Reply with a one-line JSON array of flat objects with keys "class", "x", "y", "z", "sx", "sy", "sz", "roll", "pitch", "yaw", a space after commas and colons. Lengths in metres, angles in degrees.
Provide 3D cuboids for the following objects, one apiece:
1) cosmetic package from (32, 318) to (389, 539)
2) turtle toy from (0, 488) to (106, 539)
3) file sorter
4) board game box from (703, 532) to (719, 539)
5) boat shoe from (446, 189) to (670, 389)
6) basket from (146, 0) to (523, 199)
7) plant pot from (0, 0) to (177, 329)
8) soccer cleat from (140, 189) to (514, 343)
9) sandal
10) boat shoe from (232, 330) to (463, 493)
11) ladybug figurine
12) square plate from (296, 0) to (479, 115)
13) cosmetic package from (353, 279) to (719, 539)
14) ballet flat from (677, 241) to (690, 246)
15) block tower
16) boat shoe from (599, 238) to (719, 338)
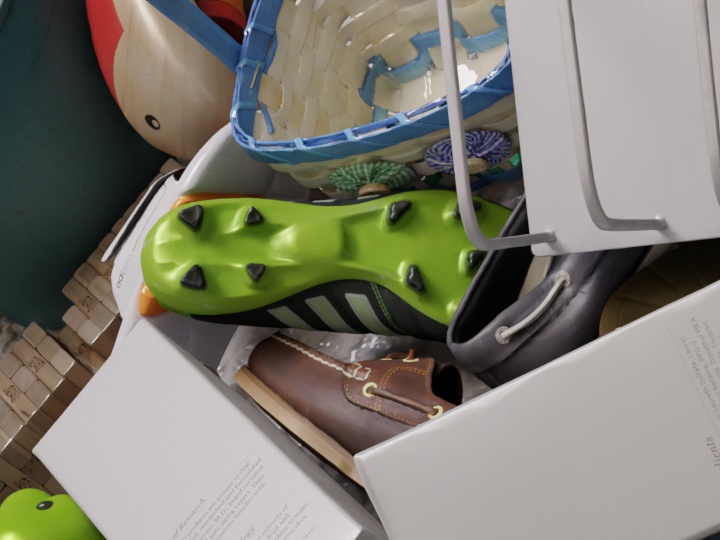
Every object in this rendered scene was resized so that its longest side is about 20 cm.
[{"class": "cosmetic package", "x": -0.045, "y": 0.115, "z": 0.897, "sx": 0.085, "sy": 0.108, "sz": 0.200, "roll": -50, "pitch": 39, "yaw": -3}, {"class": "turtle toy", "x": -0.136, "y": 0.192, "z": 0.914, "sx": 0.145, "sy": 0.101, "sz": 0.201, "roll": -25, "pitch": 45, "yaw": 23}, {"class": "file sorter", "x": 0.135, "y": -0.082, "z": 0.754, "sx": 0.199, "sy": 0.124, "sz": 0.140, "roll": -6, "pitch": 90, "yaw": 22}, {"class": "board game box", "x": 0.221, "y": 0.128, "z": 0.696, "sx": 0.199, "sy": 0.062, "sz": 0.200, "roll": -38, "pitch": 41, "yaw": 10}, {"class": "boat shoe", "x": 0.099, "y": -0.038, "z": 0.879, "sx": 0.201, "sy": 0.062, "sz": 0.073, "roll": -65, "pitch": 25, "yaw": -2}, {"class": "basket", "x": 0.012, "y": -0.118, "z": 0.928, "sx": 0.175, "sy": 0.200, "sz": 0.140, "roll": -16, "pitch": 47, "yaw": 32}, {"class": "plant pot", "x": -0.204, "y": -0.070, "z": 1.121, "sx": 0.199, "sy": 0.188, "sz": 0.201, "roll": -22, "pitch": 46, "yaw": 24}, {"class": "soccer cleat", "x": 0.000, "y": 0.000, "z": 0.942, "sx": 0.198, "sy": 0.081, "sz": 0.068, "roll": 4, "pitch": 77, "yaw": -6}, {"class": "sandal", "x": -0.096, "y": 0.009, "z": 1.012, "sx": 0.059, "sy": 0.079, "sz": 0.208, "roll": 35, "pitch": 103, "yaw": 41}, {"class": "boat shoe", "x": 0.024, "y": 0.072, "z": 0.904, "sx": 0.200, "sy": 0.070, "sz": 0.071, "roll": 33, "pitch": 88, "yaw": 41}, {"class": "ladybug figurine", "x": -0.091, "y": -0.130, "z": 1.077, "sx": 0.072, "sy": 0.135, "sz": 0.201, "roll": -37, "pitch": 39, "yaw": 25}, {"class": "square plate", "x": 0.012, "y": -0.136, "z": 1.117, "sx": 0.200, "sy": 0.028, "sz": 0.199, "roll": 25, "pitch": 76, "yaw": 48}, {"class": "cosmetic package", "x": 0.110, "y": 0.058, "z": 0.753, "sx": 0.199, "sy": 0.113, "sz": 0.082, "roll": -25, "pitch": 82, "yaw": 12}, {"class": "ballet flat", "x": 0.146, "y": -0.069, "z": 0.943, "sx": 0.068, "sy": 0.046, "sz": 0.201, "roll": -54, "pitch": 30, "yaw": 24}, {"class": "block tower", "x": -0.135, "y": 0.041, "z": 1.074, "sx": 0.200, "sy": 0.054, "sz": 0.058, "roll": -50, "pitch": 40, "yaw": -4}, {"class": "boat shoe", "x": 0.196, "y": 0.002, "z": 0.834, "sx": 0.200, "sy": 0.063, "sz": 0.073, "roll": -29, "pitch": 38, "yaw": 9}]
